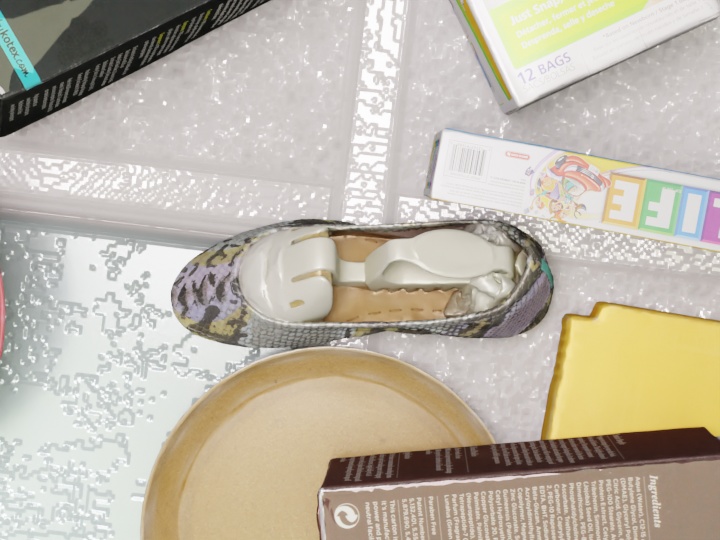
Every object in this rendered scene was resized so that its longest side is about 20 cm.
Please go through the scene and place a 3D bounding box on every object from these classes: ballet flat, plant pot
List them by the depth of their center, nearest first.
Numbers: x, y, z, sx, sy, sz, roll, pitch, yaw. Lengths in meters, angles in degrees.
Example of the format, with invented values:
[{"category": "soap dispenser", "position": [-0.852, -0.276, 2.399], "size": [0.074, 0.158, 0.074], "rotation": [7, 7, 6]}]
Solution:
[{"category": "ballet flat", "position": [0.000, 0.000, 0.950], "size": [0.200, 0.072, 0.072], "rotation": [-1, 93, 0]}, {"category": "plant pot", "position": [-0.016, 0.139, 0.980], "size": [0.199, 0.027, 0.201], "rotation": [0, 93, 0]}]

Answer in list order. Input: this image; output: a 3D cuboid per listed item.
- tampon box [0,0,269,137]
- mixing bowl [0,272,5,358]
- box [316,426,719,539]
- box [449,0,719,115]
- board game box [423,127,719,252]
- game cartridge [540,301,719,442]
[{"category": "tampon box", "position": [-0.120, -0.180, 0.896], "size": [0.200, 0.126, 0.150], "rotation": [-28, 93, -13]}, {"category": "mixing bowl", "position": [-0.267, 0.016, 0.936], "size": [0.200, 0.108, 0.201], "rotation": [0, 94, 1]}, {"category": "box", "position": [0.083, 0.125, 0.915], "size": [0.199, 0.100, 0.075], "rotation": [-7, 92, 3]}, {"category": "box", "position": [0.081, -0.191, 0.925], "size": [0.112, 0.101, 0.200], "rotation": [-25, 92, 1]}, {"category": "board game box", "position": [0.133, -0.034, 0.916], "size": [0.199, 0.134, 0.034], "rotation": [11, 93, 0]}, {"category": "game cartridge", "position": [0.178, 0.126, 0.978], "size": [0.176, 0.032, 0.201], "rotation": [10, 91, 0]}]
